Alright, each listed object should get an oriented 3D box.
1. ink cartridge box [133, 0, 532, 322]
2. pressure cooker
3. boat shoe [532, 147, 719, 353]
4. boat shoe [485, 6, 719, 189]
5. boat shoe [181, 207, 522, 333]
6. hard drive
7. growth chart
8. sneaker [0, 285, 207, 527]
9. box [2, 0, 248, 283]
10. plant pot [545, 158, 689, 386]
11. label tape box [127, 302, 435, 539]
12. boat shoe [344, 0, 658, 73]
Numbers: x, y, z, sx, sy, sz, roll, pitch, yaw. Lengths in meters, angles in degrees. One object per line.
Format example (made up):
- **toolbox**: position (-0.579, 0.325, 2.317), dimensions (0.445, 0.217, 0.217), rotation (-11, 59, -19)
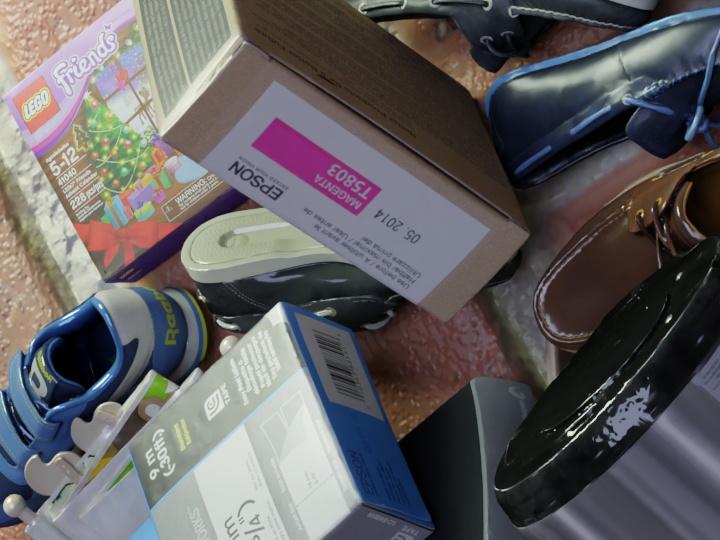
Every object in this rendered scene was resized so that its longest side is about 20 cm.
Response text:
- **ink cartridge box**: position (-0.018, -0.083, 1.379), dimensions (0.075, 0.200, 0.165), rotation (-47, 28, 19)
- **pressure cooker**: position (0.183, 0.107, 1.210), dimensions (0.200, 0.179, 0.176), rotation (40, 103, -5)
- **boat shoe**: position (0.165, -0.023, 1.291), dimensions (0.200, 0.068, 0.072), rotation (-31, 77, 22)
- **boat shoe**: position (0.162, -0.090, 1.394), dimensions (0.200, 0.084, 0.069), rotation (-18, 71, 40)
- **boat shoe**: position (0.000, 0.000, 1.485), dimensions (0.200, 0.072, 0.068), rotation (-5, 125, 19)
- **hard drive**: position (0.043, 0.152, 1.391), dimensions (0.042, 0.200, 0.135), rotation (35, 121, -25)
- **growth chart**: position (-0.103, 0.125, 1.518), dimensions (0.200, 0.018, 0.145), rotation (-38, 103, 22)
- **sneaker**: position (-0.184, 0.077, 1.551), dimensions (0.200, 0.082, 0.074), rotation (-45, 65, 19)
- **box**: position (-0.103, -0.102, 1.538), dimensions (0.200, 0.039, 0.137), rotation (-36, 75, 21)
- **plant pot**: position (0.205, 0.040, 1.360), dimensions (0.201, 0.093, 0.201), rotation (0, 90, 25)
- **label tape box**: position (-0.068, 0.138, 1.426), dimensions (0.200, 0.063, 0.144), rotation (-43, 48, 23)
- **boat shoe**: position (0.070, -0.144, 1.435), dimensions (0.199, 0.074, 0.066), rotation (15, 99, 26)
